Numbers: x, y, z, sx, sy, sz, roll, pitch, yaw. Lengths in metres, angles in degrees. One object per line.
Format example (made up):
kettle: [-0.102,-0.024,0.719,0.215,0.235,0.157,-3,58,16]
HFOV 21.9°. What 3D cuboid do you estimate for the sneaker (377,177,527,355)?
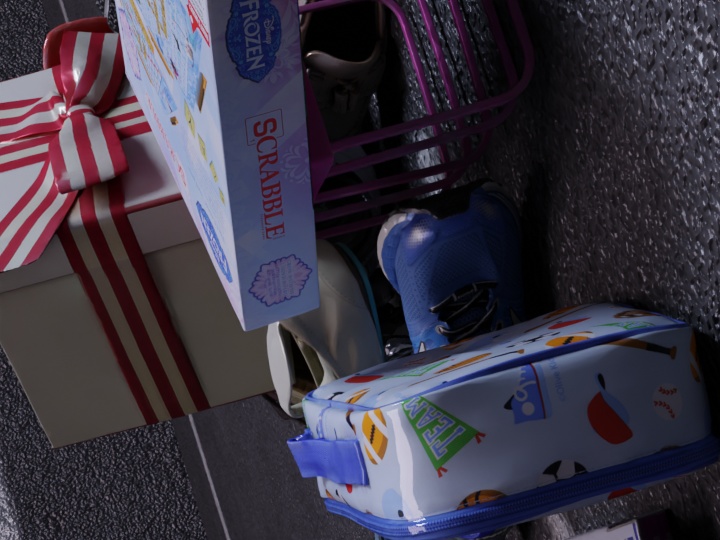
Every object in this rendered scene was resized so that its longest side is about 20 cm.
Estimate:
sneaker: [0.061,0.036,0.943,0.201,0.078,0.090,75,174,-48]

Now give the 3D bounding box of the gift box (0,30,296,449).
gift box: [-0.153,-0.020,1.101,0.185,0.198,0.188,-108,1,-51]

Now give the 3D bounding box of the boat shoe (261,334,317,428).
boat shoe: [-0.041,0.069,1.233,0.199,0.073,0.065,34,142,10]

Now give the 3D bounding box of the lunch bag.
lunch bag: [0.055,0.068,0.808,0.200,0.159,0.076,163,91,-77]

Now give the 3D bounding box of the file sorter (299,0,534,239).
file sorter: [-0.003,-0.105,0.929,0.200,0.124,0.140,127,126,-74]

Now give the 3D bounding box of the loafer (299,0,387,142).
loafer: [-0.016,-0.145,1.081,0.063,0.071,0.201,54,155,40]

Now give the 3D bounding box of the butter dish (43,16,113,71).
butter dish: [-0.099,-0.077,1.272,0.147,0.198,0.203,12,109,58]

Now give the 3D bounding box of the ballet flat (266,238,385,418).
ballet flat: [-0.011,0.070,1.010,0.070,0.069,0.201,-123,10,-53]

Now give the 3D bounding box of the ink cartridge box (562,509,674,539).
ink cartridge box: [0.144,0.216,0.875,0.200,0.043,0.198,130,124,-73]

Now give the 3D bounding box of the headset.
headset: [0.000,0.000,1.123,0.200,0.093,0.124,-123,13,-54]

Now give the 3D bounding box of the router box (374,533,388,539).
router box: [0.070,0.241,1.188,0.201,0.061,0.151,-121,18,-50]

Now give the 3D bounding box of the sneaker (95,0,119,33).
sneaker: [-0.101,-0.166,1.209,0.200,0.080,0.074,44,147,14]

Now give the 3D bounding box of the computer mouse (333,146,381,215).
computer mouse: [-0.005,-0.023,1.241,0.110,0.043,0.201,-123,19,-45]

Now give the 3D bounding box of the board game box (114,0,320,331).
board game box: [-0.074,-0.112,0.842,0.201,0.041,0.201,88,161,-46]

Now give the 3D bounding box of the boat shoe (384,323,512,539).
boat shoe: [0.035,0.103,1.150,0.200,0.072,0.062,-126,26,-45]
